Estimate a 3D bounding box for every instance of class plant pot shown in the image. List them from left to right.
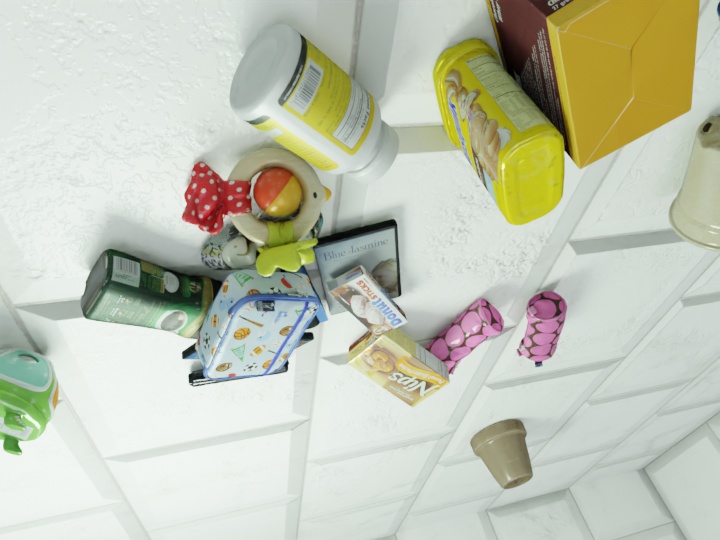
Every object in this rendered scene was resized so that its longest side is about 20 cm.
[{"bbox_3d":[0.494,0.627,1.756,0.198,0.175,0.201,-12,140,-10],"label":"plant pot"},{"bbox_3d":[0.647,-0.165,0.892,0.199,0.201,0.184,-23,130,4],"label":"plant pot"}]

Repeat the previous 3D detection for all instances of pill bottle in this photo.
[{"bbox_3d":[-0.045,-0.184,0.621,0.111,0.112,0.199,-39,137,24],"label":"pill bottle"}]

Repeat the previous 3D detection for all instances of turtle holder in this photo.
[{"bbox_3d":[-0.575,0.193,0.823,0.184,0.132,0.142,9,134,-3],"label":"turtle holder"}]

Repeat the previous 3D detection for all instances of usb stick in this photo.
[{"bbox_3d":[-0.243,0.204,1.052,0.198,0.033,0.055,-6,174,-16],"label":"usb stick"}]

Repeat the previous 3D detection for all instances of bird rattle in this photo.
[{"bbox_3d":[-0.132,-0.088,0.702,0.163,0.200,0.113,-51,-178,-5],"label":"bird rattle"}]

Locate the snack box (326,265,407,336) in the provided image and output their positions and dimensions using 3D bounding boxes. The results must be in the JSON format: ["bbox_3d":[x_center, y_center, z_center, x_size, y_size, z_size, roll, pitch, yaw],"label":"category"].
[{"bbox_3d":[0.016,0.060,0.950,0.072,0.024,0.200,-28,142,12],"label":"snack box"}]

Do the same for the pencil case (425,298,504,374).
[{"bbox_3d":[0.231,0.154,1.158,0.093,0.091,0.200,38,124,-7],"label":"pencil case"}]

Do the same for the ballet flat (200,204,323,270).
[{"bbox_3d":[-0.149,-0.041,0.778,0.199,0.072,0.072,-21,142,2],"label":"ballet flat"}]

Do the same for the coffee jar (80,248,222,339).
[{"bbox_3d":[-0.306,0.043,0.798,0.199,0.086,0.104,21,126,-40],"label":"coffee jar"}]

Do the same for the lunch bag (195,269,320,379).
[{"bbox_3d":[-0.154,0.085,0.806,0.159,0.076,0.201,7,131,-39],"label":"lunch bag"}]

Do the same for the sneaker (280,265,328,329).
[{"bbox_3d":[-0.114,0.046,0.897,0.077,0.070,0.201,-24,142,-4],"label":"sneaker"}]

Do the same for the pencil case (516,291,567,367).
[{"bbox_3d":[0.415,0.134,1.203,0.093,0.091,0.201,-8,139,4],"label":"pencil case"}]

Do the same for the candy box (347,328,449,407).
[{"bbox_3d":[0.083,0.203,1.121,0.199,0.056,0.115,37,120,-22],"label":"candy box"}]

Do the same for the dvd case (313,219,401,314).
[{"bbox_3d":[0.000,0.000,0.918,0.141,0.018,0.201,-15,141,-4],"label":"dvd case"}]

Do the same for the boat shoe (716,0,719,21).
[{"bbox_3d":[0.575,-0.391,0.680,0.199,0.073,0.072,-33,145,32],"label":"boat shoe"}]

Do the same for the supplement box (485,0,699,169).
[{"bbox_3d":[0.240,-0.267,0.571,0.132,0.201,0.197,-28,141,11],"label":"supplement box"}]

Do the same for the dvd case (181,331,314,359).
[{"bbox_3d":[-0.203,0.137,0.952,0.199,0.018,0.142,8,153,-40],"label":"dvd case"}]

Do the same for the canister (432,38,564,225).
[{"bbox_3d":[0.171,-0.172,0.653,0.086,0.201,0.149,-23,141,4],"label":"canister"}]
